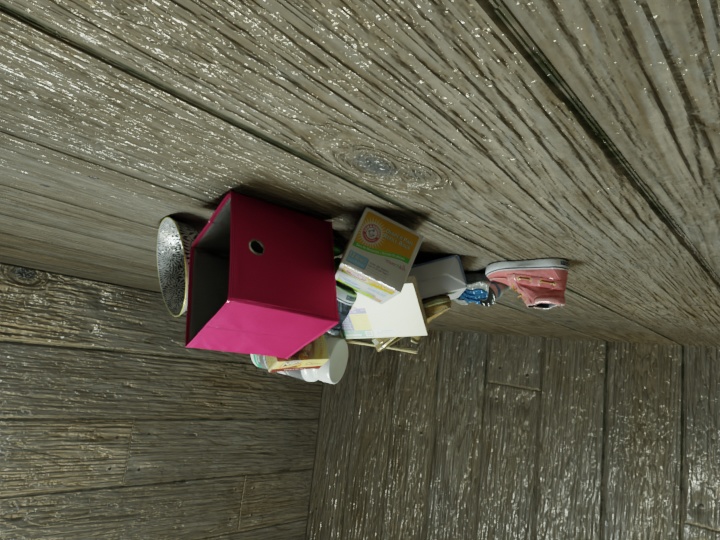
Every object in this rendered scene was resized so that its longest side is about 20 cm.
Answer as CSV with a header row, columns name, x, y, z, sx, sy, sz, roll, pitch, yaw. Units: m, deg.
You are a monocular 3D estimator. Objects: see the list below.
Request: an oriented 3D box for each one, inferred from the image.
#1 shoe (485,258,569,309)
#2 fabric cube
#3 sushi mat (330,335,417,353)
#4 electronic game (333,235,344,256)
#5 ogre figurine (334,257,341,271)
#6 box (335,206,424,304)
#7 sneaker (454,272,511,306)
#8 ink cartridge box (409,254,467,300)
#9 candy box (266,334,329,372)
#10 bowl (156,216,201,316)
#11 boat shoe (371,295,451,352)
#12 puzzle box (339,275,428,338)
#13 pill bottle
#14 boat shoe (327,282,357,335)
name,x,y,z,sx,sy,sz,roll,pitch,yaw
shoe,0.339,0.031,1.119,0.070,0.093,0.198,13,169,-35
fabric cube,-0.171,0.020,0.926,0.196,0.200,0.199,14,146,-32
sushi mat,0.030,0.172,1.254,0.196,0.012,0.095,12,175,-21
electronic game,-0.130,-0.056,1.095,0.195,0.043,0.200,6,170,1
ogre figurine,0.000,0.000,1.162,0.198,0.101,0.118,19,169,-42
box,0.025,-0.018,0.939,0.111,0.103,0.200,26,169,-3
sneaker,0.285,0.038,1.287,0.085,0.077,0.199,-23,-164,-23
ink cartridge box,0.157,0.034,1.213,0.133,0.078,0.200,-13,167,2
candy box,-0.142,0.098,1.087,0.113,0.204,0.055,4,147,-33
bowl,-0.354,-0.011,1.128,0.093,0.206,0.199,-5,179,-36
boat shoe,0.112,0.119,1.152,0.197,0.078,0.071,-27,160,25
puzzle box,0.032,0.079,1.101,0.195,0.026,0.135,-5,124,22
pill bottle,-0.133,0.177,1.179,0.196,0.116,0.113,9,173,24
boat shoe,-0.096,0.043,1.064,0.199,0.092,0.070,34,-169,39
